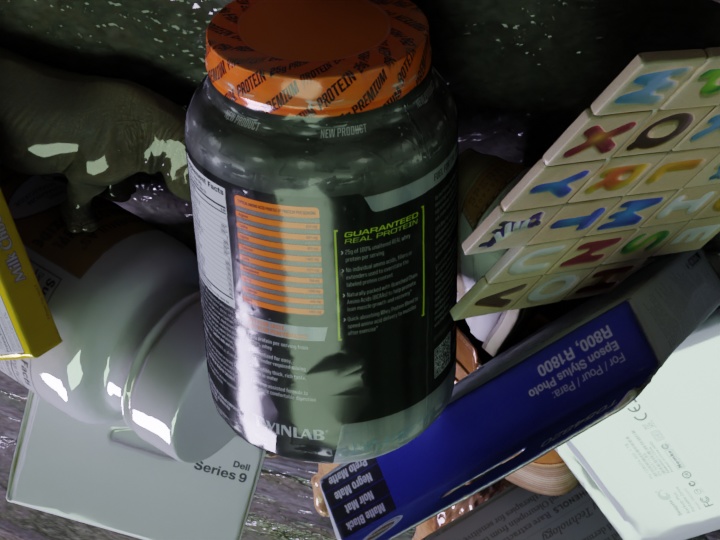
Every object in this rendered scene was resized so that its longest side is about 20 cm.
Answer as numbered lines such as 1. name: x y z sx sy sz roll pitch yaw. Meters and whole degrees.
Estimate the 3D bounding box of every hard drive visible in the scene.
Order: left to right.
1. hard drive: 0.209 0.082 0.905 0.200 0.025 0.132 -25 114 32

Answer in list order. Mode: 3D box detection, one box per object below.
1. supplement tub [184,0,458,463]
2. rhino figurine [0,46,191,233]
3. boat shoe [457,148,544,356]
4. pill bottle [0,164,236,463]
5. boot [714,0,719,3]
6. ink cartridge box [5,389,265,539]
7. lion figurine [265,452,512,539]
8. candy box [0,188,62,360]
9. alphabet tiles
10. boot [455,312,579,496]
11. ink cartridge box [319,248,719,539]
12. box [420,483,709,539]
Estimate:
1. supplement tub: -0.016 -0.022 0.742 0.122 0.123 0.200 8 125 13
2. rhino figurine: -0.138 -0.066 0.847 0.200 0.060 0.087 12 131 2
3. boat shoe: 0.074 -0.013 0.852 0.068 0.075 0.200 40 166 12
4. pill bottle: -0.150 0.020 0.901 0.200 0.114 0.114 29 161 23
5. boot: 0.197 -0.138 0.538 0.146 0.070 0.200 7 155 2
6. ink cartridge box: -0.131 0.097 1.037 0.146 0.084 0.200 16 -168 -2
7. lion figurine: 0.025 0.151 1.203 0.200 0.073 0.123 20 147 -2
8. candy box: -0.224 -0.047 0.826 0.102 0.026 0.200 -5 110 46
9. alphabet tiles: 0.124 -0.035 0.690 0.167 0.008 0.200 -9 154 -34
10. boot: 0.049 0.069 1.022 0.200 0.077 0.155 20 149 23
11. ink cartridge box: 0.076 0.065 0.815 0.200 0.200 0.041 -34 88 26
12. box: 0.148 0.253 1.134 0.200 0.171 0.199 -30 153 -9
